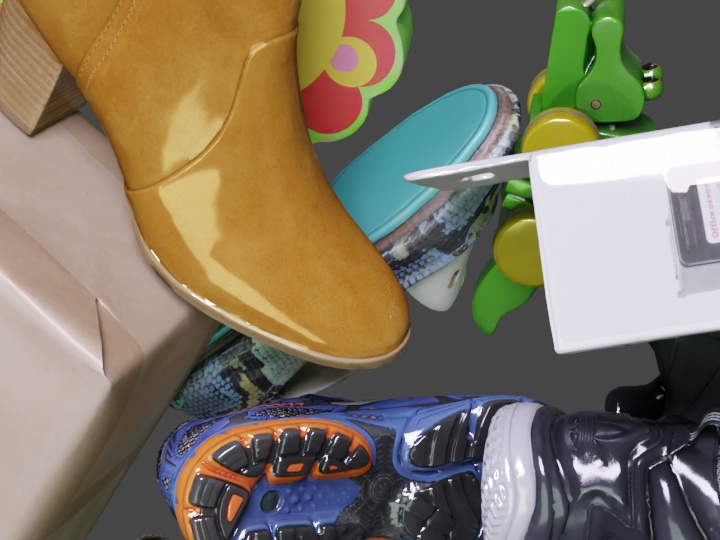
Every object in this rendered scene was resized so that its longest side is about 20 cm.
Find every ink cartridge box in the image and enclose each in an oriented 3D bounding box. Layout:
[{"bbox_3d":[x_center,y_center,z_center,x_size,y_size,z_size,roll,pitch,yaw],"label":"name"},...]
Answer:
[{"bbox_3d":[0.122,-0.014,0.718,0.198,0.116,0.067,-9,89,10],"label":"ink cartridge box"}]

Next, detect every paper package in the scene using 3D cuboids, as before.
[{"bbox_3d":[-0.173,0.025,0.835,0.190,0.103,0.200,40,127,7],"label":"paper package"}]

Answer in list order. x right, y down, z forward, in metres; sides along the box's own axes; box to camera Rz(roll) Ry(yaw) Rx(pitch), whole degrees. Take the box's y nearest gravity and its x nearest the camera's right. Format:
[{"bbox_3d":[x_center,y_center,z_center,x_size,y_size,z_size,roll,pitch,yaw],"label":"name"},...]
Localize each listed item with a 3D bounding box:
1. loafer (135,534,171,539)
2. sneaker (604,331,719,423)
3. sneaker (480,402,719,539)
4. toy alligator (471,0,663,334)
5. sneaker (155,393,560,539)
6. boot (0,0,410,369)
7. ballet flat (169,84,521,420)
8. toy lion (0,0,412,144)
[{"bbox_3d":[-0.099,0.150,0.908,0.198,0.076,0.068,-14,97,21],"label":"loafer"},{"bbox_3d":[0.158,0.013,0.822,0.090,0.076,0.201,26,116,2],"label":"sneaker"},{"bbox_3d":[0.123,0.130,0.825,0.113,0.076,0.201,-8,128,21],"label":"sneaker"},{"bbox_3d":[0.090,-0.059,0.806,0.054,0.059,0.201,15,117,0],"label":"toy alligator"},{"bbox_3d":[0.007,0.076,0.852,0.199,0.078,0.076,6,100,-33],"label":"sneaker"},{"bbox_3d":[-0.040,-0.068,0.748,0.201,0.071,0.144,38,129,5],"label":"boot"},{"bbox_3d":[0.000,0.000,0.853,0.199,0.074,0.074,-34,105,27],"label":"ballet flat"},{"bbox_3d":[-0.078,-0.129,0.809,0.198,0.069,0.193,4,123,9],"label":"toy lion"}]
